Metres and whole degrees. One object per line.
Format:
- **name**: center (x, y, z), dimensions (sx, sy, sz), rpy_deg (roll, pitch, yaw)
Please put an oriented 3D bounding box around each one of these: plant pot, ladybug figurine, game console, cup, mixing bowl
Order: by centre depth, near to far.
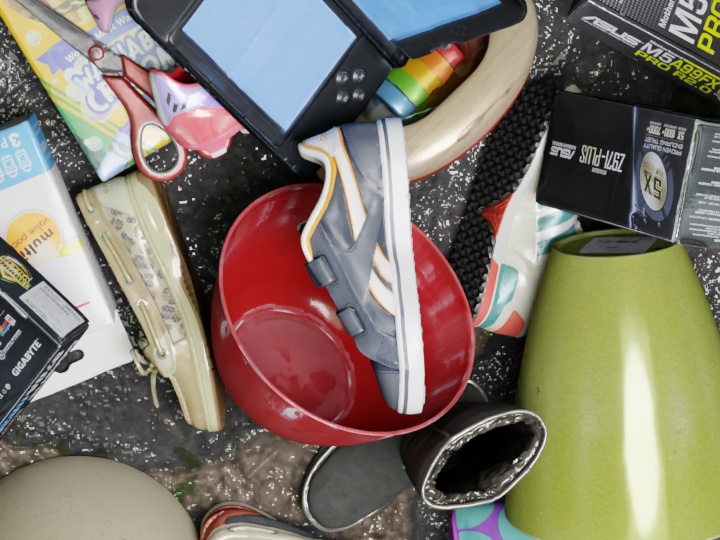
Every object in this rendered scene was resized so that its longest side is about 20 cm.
- **game console**: center (-0.020, -0.172, 1.250), dimensions (0.200, 0.119, 0.172), rpy_deg (44, 76, -36)
- **mixing bowl**: center (-0.031, 0.049, 1.374), dimensions (0.200, 0.108, 0.200), rpy_deg (16, 53, -23)
- **ladybug figurine**: center (0.046, -0.131, 1.382), dimensions (0.200, 0.072, 0.136), rpy_deg (-41, 61, -3)
- **plant pot**: center (0.190, 0.076, 1.385), dimensions (0.187, 0.187, 0.200), rpy_deg (-7, 103, -7)
- **cup**: center (-0.206, 0.249, 1.385), dimensions (0.200, 0.143, 0.200), rpy_deg (-1, 99, -8)

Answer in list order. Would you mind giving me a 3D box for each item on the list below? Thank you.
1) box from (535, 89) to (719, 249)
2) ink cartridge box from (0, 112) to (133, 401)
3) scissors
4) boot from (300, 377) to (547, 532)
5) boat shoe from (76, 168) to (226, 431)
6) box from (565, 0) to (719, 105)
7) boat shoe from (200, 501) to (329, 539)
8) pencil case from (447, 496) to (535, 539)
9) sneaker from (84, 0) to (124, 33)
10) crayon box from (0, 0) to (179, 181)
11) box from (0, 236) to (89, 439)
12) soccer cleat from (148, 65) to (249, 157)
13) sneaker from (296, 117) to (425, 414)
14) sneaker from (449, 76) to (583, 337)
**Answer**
- **box**: center (0.255, -0.065, 1.361), dimensions (0.200, 0.164, 0.086), rpy_deg (6, 98, -32)
- **ink cartridge box**: center (-0.250, 0.001, 1.378), dimensions (0.115, 0.068, 0.200), rpy_deg (-23, 102, -2)
- **scissors**: center (-0.171, -0.149, 1.343), dimensions (0.073, 0.014, 0.200), rpy_deg (-37, 102, 2)
- **boot**: center (0.041, 0.145, 1.373), dimensions (0.182, 0.200, 0.073), rpy_deg (-41, 105, 0)
- **boat shoe**: center (-0.148, 0.026, 1.399), dimensions (0.063, 0.073, 0.200), rpy_deg (-17, 93, 2)
- **box**: center (0.255, -0.230, 1.383), dimensions (0.160, 0.044, 0.200), rpy_deg (28, 68, -10)
- **boat shoe**: center (-0.029, 0.234, 1.449), dimensions (0.200, 0.063, 0.071), rpy_deg (26, 93, -12)
- **pencil case**: center (0.162, 0.215, 1.461), dimensions (0.200, 0.085, 0.092), rpy_deg (-4, 98, -8)
- **sneaker**: center (-0.095, -0.208, 1.321), dimensions (0.200, 0.070, 0.082), rpy_deg (-5, 101, -3)
- **crayon box**: center (-0.183, -0.181, 1.368), dimensions (0.126, 0.052, 0.200), rpy_deg (-31, 101, -2)
- **box**: center (-0.303, 0.054, 1.329), dimensions (0.159, 0.046, 0.200), rpy_deg (42, 119, 3)
- **soccer cleat**: center (-0.064, -0.161, 1.337), dimensions (0.200, 0.067, 0.076), rpy_deg (-43, 128, -23)
- **sneaker**: center (0.000, 0.000, 1.295), dimensions (0.079, 0.078, 0.200), rpy_deg (-6, 89, -2)
- **sneaker**: center (0.136, -0.043, 1.435), dimensions (0.093, 0.070, 0.200), rpy_deg (17, 94, -28)
